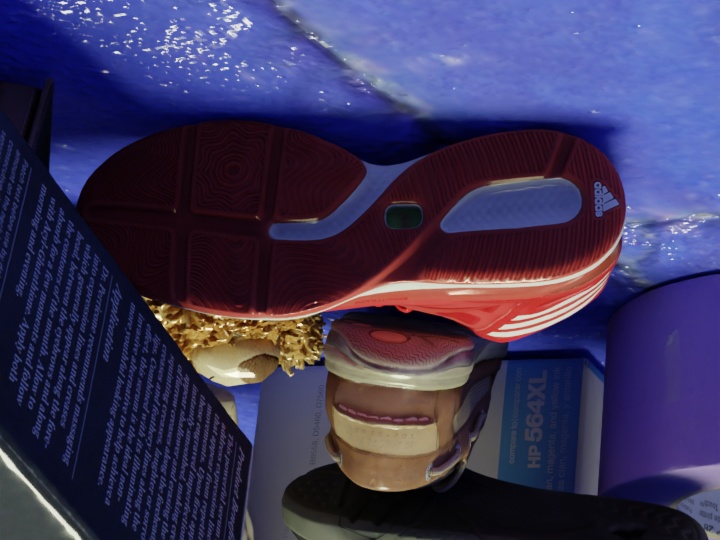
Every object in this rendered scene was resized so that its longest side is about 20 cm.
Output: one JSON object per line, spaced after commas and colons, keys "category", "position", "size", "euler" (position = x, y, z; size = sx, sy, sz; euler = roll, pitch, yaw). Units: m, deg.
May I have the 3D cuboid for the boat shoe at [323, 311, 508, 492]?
{"category": "boat shoe", "position": [0.019, 0.057, 0.881], "size": [0.075, 0.072, 0.200], "euler": [7, -179, 13]}

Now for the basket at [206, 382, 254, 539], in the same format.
{"category": "basket", "position": [-0.123, 0.147, 0.973], "size": [0.123, 0.201, 0.135], "euler": [-9, -173, -22]}

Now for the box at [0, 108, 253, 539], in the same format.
{"category": "box", "position": [-0.146, 0.057, 0.675], "size": [0.148, 0.107, 0.200], "euler": [-13, 135, 20]}

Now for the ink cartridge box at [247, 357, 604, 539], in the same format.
{"category": "ink cartridge box", "position": [0.034, 0.122, 1.039], "size": [0.199, 0.126, 0.129], "euler": [-2, 160, 24]}

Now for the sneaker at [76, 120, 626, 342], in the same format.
{"category": "sneaker", "position": [0.000, 0.000, 0.770], "size": [0.199, 0.079, 0.116], "euler": [3, 160, 10]}

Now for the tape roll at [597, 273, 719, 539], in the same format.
{"category": "tape roll", "position": [0.205, 0.070, 0.903], "size": [0.199, 0.085, 0.200], "euler": [6, 161, 2]}

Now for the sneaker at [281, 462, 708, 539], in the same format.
{"category": "sneaker", "position": [0.054, 0.147, 0.897], "size": [0.199, 0.115, 0.076], "euler": [10, -155, 25]}

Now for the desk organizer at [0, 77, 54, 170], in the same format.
{"category": "desk organizer", "position": [-0.163, 0.016, 0.768], "size": [0.077, 0.072, 0.200], "euler": [10, 139, -3]}

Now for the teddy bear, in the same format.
{"category": "teddy bear", "position": [-0.087, 0.024, 0.880], "size": [0.200, 0.067, 0.145], "euler": [-7, 160, 36]}
